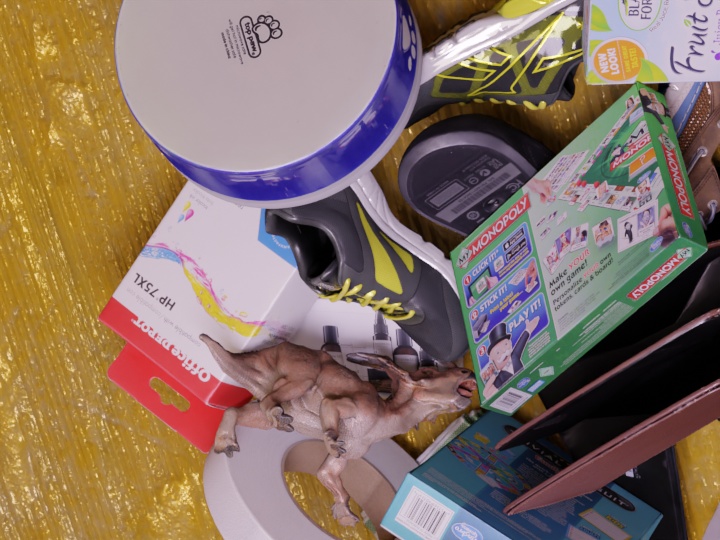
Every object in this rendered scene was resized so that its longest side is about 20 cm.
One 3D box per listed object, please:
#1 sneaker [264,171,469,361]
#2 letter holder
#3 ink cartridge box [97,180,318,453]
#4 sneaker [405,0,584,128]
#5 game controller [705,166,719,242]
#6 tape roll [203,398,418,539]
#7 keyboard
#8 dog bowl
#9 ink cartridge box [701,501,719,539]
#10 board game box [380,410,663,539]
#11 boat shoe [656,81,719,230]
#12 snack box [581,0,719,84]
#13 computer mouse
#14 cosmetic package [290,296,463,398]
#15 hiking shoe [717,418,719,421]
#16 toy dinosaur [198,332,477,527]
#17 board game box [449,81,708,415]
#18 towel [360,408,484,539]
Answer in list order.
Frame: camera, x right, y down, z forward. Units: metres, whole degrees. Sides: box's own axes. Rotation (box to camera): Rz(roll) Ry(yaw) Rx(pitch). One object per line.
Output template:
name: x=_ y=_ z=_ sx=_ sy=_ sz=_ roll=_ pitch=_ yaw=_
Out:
sneaker: x=0.000 y=0.000 z=1.597 sx=0.200 sy=0.085 sz=0.074 roll=48 pitch=143 yaw=-16
letter holder: x=0.175 y=0.072 z=1.516 sx=0.200 sy=0.142 sz=0.101 roll=-35 pitch=76 yaw=32
ink cartridge box: x=-0.110 y=0.023 z=1.679 sx=0.116 sy=0.067 sz=0.200 roll=35 pitch=94 yaw=22
sneaker: x=0.102 y=-0.141 z=1.572 sx=0.200 sy=0.074 sz=0.085 roll=-30 pitch=98 yaw=29
game controller: x=0.306 y=-0.018 z=1.567 sx=0.199 sy=0.042 sz=0.105 roll=3 pitch=112 yaw=20
tape roll: x=-0.021 y=0.176 z=1.658 sx=0.203 sy=0.203 sz=0.037 roll=38 pitch=119 yaw=4
keyboard: x=0.192 y=0.125 z=1.668 sx=0.104 sy=0.040 sz=0.201 roll=9 pitch=125 yaw=32
dog bowl: x=-0.062 y=-0.148 z=1.527 sx=0.199 sy=0.079 sz=0.201 roll=-3 pitch=75 yaw=12
ink cartridge box: x=0.333 y=0.153 z=1.582 sx=0.199 sy=0.116 sz=0.067 roll=-5 pitch=109 yaw=23
board game box: x=0.117 y=0.175 z=1.589 sx=0.151 sy=0.200 sz=0.047 roll=33 pitch=109 yaw=12
boat shoe: x=0.213 y=-0.061 z=1.541 sx=0.072 sy=0.072 sz=0.201 roll=25 pitch=96 yaw=0
snack box: x=0.246 y=-0.191 z=1.456 sx=0.199 sy=0.053 sz=0.143 roll=-1 pitch=132 yaw=1
computer mouse: x=0.099 y=-0.054 z=1.596 sx=0.138 sy=0.053 sz=0.200 roll=-30 pitch=135 yaw=26
cosmetic package: x=-0.024 y=0.049 z=1.721 sx=0.199 sy=0.051 sz=0.083 roll=2 pitch=110 yaw=21
hiking shoe: x=0.280 y=0.077 z=1.578 sx=0.199 sy=0.101 sz=0.076 roll=-8 pitch=107 yaw=30
toy dinosaur: x=-0.027 y=0.088 z=1.627 sx=0.199 sy=0.136 sz=0.086 roll=28 pitch=137 yaw=-5
board game box: x=0.141 y=-0.013 z=1.505 sx=0.029 sy=0.135 sz=0.200 roll=21 pitch=133 yaw=-32
towel: x=0.109 y=0.219 z=1.739 sx=0.200 sy=0.031 sz=0.149 roll=47 pitch=123 yaw=6
